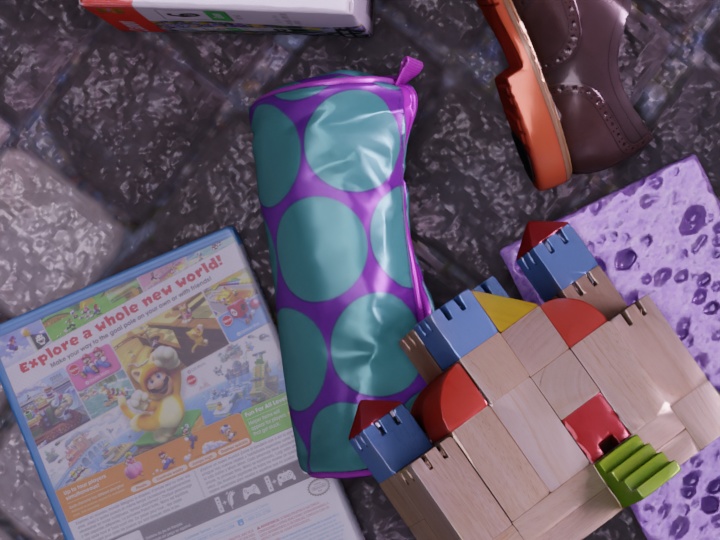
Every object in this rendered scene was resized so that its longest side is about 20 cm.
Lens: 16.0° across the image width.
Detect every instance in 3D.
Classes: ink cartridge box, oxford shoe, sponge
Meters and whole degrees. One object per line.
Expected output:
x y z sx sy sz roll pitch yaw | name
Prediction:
-0.096 -0.147 1.273 0.200 0.109 0.050 2 89 5 | ink cartridge box
0.092 -0.145 1.275 0.072 0.071 0.200 -17 104 -2 | oxford shoe
0.164 0.053 1.287 0.111 0.030 0.200 -27 88 5 | sponge

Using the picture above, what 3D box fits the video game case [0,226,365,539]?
-0.092 0.096 1.314 0.143 0.018 0.200 -23 87 5 | video game case

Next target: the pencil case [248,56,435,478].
0.000 0.000 1.275 0.092 0.085 0.200 -10 88 20 | pencil case

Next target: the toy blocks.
0.076 0.062 1.214 0.200 0.100 0.137 -34 87 -22 | toy blocks
